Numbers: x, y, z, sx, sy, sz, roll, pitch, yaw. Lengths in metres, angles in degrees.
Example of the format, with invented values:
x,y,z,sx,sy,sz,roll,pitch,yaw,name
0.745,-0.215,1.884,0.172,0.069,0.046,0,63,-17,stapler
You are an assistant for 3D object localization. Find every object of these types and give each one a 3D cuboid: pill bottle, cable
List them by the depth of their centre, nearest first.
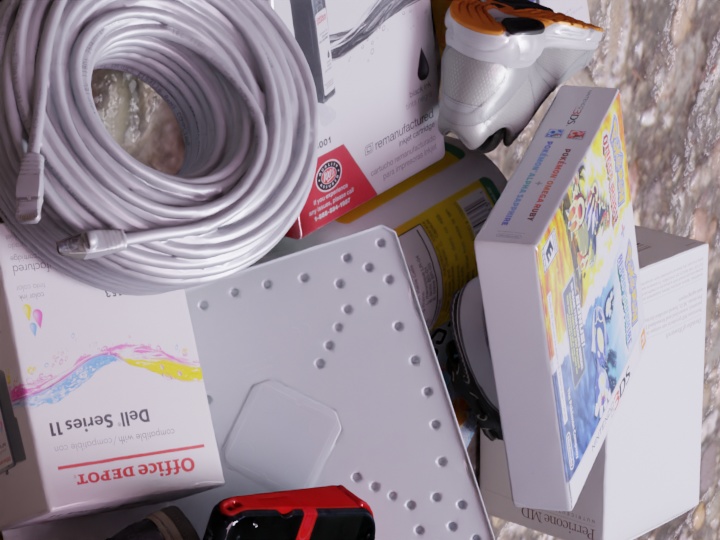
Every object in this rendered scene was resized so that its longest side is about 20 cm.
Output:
x,y,z,sx,sy,sz,roll,pitch,yaw,name
-0.117,-0.083,1.496,0.199,0.069,0.201,7,65,-32,cable
0.000,0.000,1.698,0.200,0.113,0.113,-31,125,-40,pill bottle

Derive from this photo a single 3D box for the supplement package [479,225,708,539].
x,y,z,sx,sy,sz,roll,pitch,yaw,name
0.162,0.076,1.916,0.117,0.117,0.201,-20,116,-45,supplement package

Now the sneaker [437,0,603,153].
x,y,z,sx,sy,sz,roll,pitch,yaw,name
0.091,-0.122,1.724,0.200,0.076,0.092,-15,125,-66,sneaker

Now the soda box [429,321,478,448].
x,y,z,sx,sy,sz,roll,pitch,yaw,name
0.058,0.043,1.814,0.201,0.068,0.064,-65,149,-10,soda box

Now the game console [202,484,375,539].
x,y,z,sx,sy,sz,roll,pitch,yaw,name
-0.065,0.215,1.506,0.177,0.031,0.201,5,105,-61,game console

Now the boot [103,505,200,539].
x,y,z,sx,sy,sz,roll,pitch,yaw,name
-0.163,0.226,1.483,0.150,0.073,0.200,-13,134,-31,boot

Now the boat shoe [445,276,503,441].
x,y,z,sx,sy,sz,roll,pitch,yaw,name
0.084,0.064,1.736,0.200,0.056,0.069,58,41,-56,boat shoe

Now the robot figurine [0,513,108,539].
x,y,z,sx,sy,sz,roll,pitch,yaw,name
-0.189,0.216,1.568,0.145,0.058,0.201,-9,112,-20,robot figurine

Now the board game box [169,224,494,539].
x,y,z,sx,sy,sz,roll,pitch,yaw,name
-0.045,0.097,1.594,0.026,0.199,0.201,-58,130,-86,board game box

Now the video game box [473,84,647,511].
x,y,z,sx,sy,sz,roll,pitch,yaw,name
0.128,0.016,1.699,0.182,0.047,0.201,-62,149,-50,video game box

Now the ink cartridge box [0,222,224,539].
x,y,z,sx,sy,sz,roll,pitch,yaw,name
-0.147,0.074,1.503,0.117,0.067,0.201,-7,80,-36,ink cartridge box

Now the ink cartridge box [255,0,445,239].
x,y,z,sx,sy,sz,roll,pitch,yaw,name
-0.031,-0.141,1.636,0.144,0.084,0.201,-31,124,-41,ink cartridge box

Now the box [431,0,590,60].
x,y,z,sx,sy,sz,roll,pitch,yaw,name
0.093,-0.211,1.799,0.119,0.041,0.201,-36,125,-38,box
